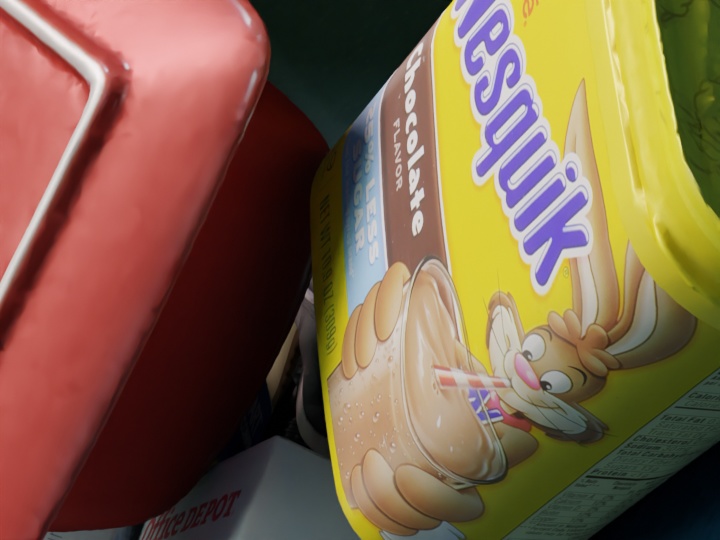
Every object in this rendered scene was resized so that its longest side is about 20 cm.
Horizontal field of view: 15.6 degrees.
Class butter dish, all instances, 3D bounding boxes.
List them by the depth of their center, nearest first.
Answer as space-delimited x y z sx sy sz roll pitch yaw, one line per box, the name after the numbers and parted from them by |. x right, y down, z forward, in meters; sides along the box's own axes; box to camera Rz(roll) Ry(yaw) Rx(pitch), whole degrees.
-0.080 -0.008 0.816 0.200 0.147 0.200 38 103 45 | butter dish

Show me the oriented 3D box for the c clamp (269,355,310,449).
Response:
-0.040 0.105 0.970 0.171 0.027 0.201 113 -179 -70 | c clamp

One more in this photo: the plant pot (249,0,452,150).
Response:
0.048 -0.125 0.808 0.134 0.200 0.200 -39 -4 -38 | plant pot

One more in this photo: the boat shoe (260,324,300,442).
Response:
-0.054 0.034 1.060 0.201 0.064 0.071 -62 -8 -17 | boat shoe

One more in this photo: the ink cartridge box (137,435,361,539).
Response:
-0.047 0.163 0.785 0.201 0.085 0.148 -69 14 -18 | ink cartridge box

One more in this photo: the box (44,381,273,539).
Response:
-0.084 0.083 0.925 0.122 0.047 0.201 82 -152 -61 | box

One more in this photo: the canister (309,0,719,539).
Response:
0.061 -0.018 0.664 0.200 0.086 0.149 132 138 -54 | canister

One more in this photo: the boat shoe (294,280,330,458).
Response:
0.000 0.000 0.947 0.200 0.067 0.057 -107 30 -61 | boat shoe
